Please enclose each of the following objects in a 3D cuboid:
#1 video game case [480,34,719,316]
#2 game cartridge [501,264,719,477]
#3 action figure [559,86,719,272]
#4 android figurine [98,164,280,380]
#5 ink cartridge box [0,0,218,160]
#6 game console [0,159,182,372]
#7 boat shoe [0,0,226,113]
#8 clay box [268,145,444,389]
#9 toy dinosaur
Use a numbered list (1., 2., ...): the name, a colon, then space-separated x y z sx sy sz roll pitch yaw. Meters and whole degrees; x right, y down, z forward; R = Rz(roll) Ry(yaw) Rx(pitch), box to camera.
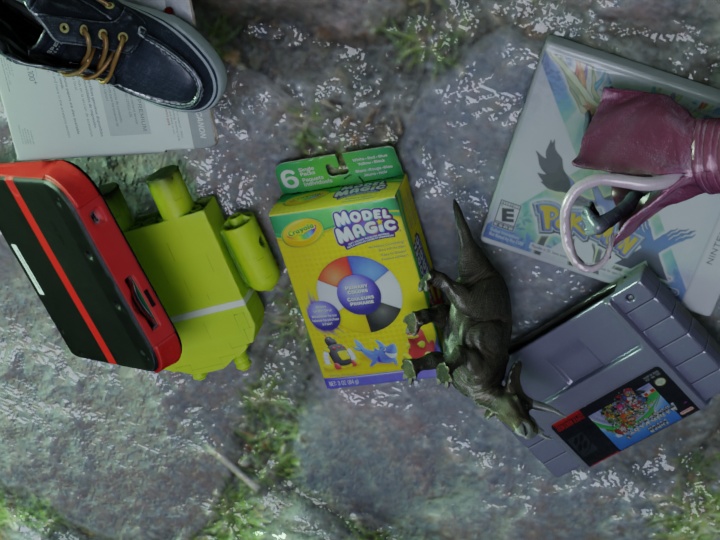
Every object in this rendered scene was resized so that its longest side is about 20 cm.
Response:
1. video game case: 0.213 -0.071 1.184 0.198 0.022 0.183 19 122 4
2. game cartridge: 0.200 0.091 1.261 0.130 0.038 0.200 47 127 -10
3. action figure: 0.248 -0.087 1.076 0.199 0.149 0.135 -3 113 31
4. android figurine: -0.158 0.009 1.314 0.181 0.041 0.201 -16 114 22
5. ink cartridge box: -0.199 -0.195 1.180 0.174 0.084 0.201 -1 119 13
6. game console: -0.241 -0.004 1.285 0.176 0.031 0.201 6 128 52
7. boat shoe: -0.196 -0.162 1.096 0.199 0.091 0.071 29 121 -7
8. clay box: 0.000 0.000 1.263 0.114 0.048 0.201 -8 118 20
9. toy dinosaur: 0.090 0.046 1.234 0.077 0.102 0.202 -23 73 52
